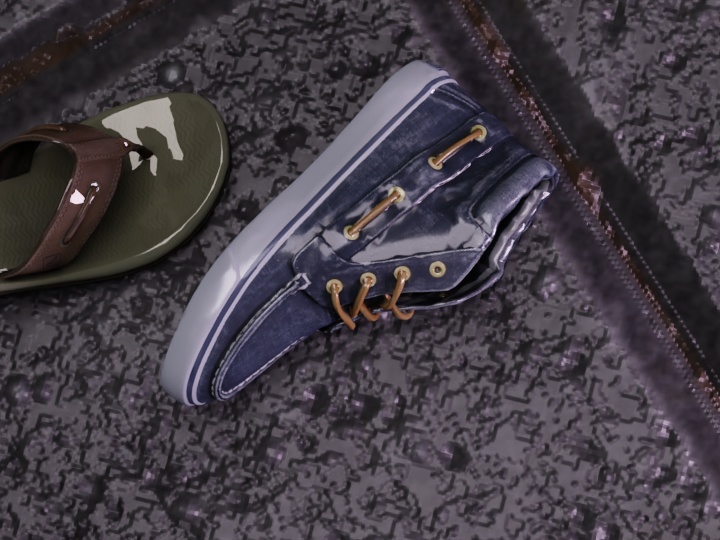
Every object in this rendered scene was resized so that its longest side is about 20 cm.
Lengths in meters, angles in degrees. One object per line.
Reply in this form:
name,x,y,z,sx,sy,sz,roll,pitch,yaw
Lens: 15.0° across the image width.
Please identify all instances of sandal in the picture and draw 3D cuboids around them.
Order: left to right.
sandal,-0.150,-0.031,1.275,0.200,0.057,0.080,-20,73,-18

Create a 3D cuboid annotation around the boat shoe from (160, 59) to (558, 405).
boat shoe,0.000,0.000,1.256,0.091,0.071,0.200,38,81,18
